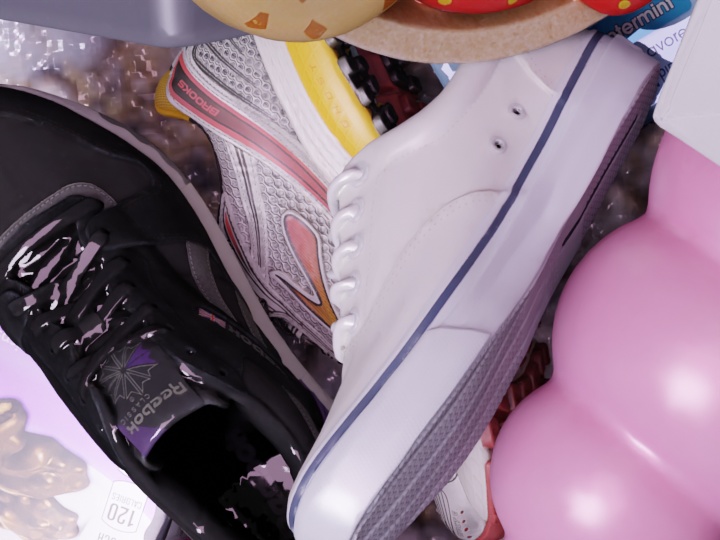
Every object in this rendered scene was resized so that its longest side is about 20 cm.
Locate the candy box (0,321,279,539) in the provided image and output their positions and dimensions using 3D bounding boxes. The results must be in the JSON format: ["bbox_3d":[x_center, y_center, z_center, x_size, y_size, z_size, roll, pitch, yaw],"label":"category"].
[{"bbox_3d":[-0.141,0.083,1.000,0.168,0.072,0.200,19,94,10],"label":"candy box"}]

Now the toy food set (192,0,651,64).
[{"bbox_3d":[0.039,-0.152,0.842,0.200,0.049,0.198,10,107,-28],"label":"toy food set"}]

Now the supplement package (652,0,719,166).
[{"bbox_3d":[0.225,-0.088,0.812,0.191,0.147,0.200,35,54,13],"label":"supplement package"}]

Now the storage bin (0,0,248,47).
[{"bbox_3d":[-0.085,-0.145,0.921,0.200,0.145,0.135,12,112,49],"label":"storage bin"}]

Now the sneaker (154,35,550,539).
[{"bbox_3d":[0.000,0.000,0.976,0.082,0.078,0.200,-30,79,20],"label":"sneaker"}]

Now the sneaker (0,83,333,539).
[{"bbox_3d":[-0.064,0.020,0.902,0.076,0.088,0.200,-44,91,4],"label":"sneaker"}]

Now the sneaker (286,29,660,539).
[{"bbox_3d":[0.019,0.001,0.891,0.071,0.073,0.200,25,58,12],"label":"sneaker"}]

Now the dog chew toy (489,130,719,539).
[{"bbox_3d":[0.118,0.022,0.910,0.125,0.125,0.200,40,89,8],"label":"dog chew toy"}]

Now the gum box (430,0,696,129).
[{"bbox_3d":[0.074,-0.152,0.965,0.170,0.045,0.200,-30,84,11],"label":"gum box"}]
